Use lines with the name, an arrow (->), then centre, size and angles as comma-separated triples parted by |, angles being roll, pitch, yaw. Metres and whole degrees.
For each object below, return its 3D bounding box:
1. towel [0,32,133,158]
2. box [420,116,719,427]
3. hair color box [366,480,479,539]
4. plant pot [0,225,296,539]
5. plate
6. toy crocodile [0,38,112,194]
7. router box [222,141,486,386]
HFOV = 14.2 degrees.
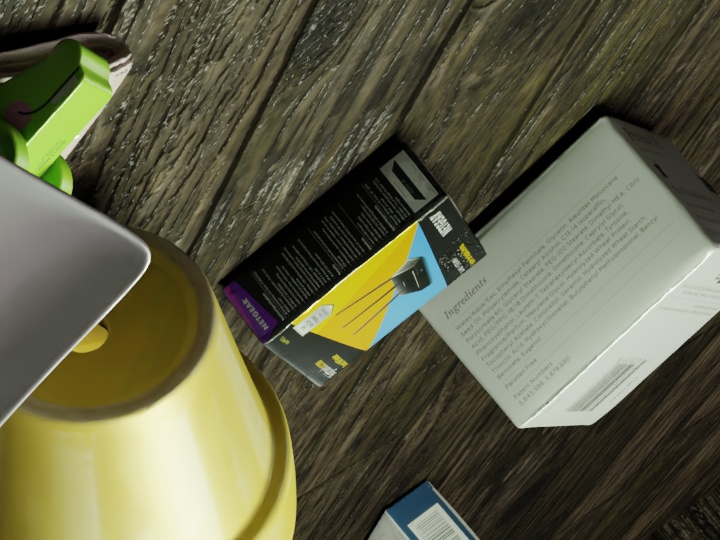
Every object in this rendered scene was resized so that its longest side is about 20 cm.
towel -> -0.211, -0.026, 1.296 | 0.200, 0.032, 0.191 | -48, 162, 27
box -> 0.174, 0.005, 2.140 | 0.200, 0.131, 0.199 | -44, 165, 13
hair color box -> 0.051, 0.294, 2.804 | 0.060, 0.100, 0.200 | -33, 165, -29
plant pot -> -0.136, 0.081, 1.529 | 0.200, 0.201, 0.189 | -34, 149, -22
plate -> -0.218, 0.003, 1.156 | 0.200, 0.199, 0.032 | -46, -152, 24
toy crocodile -> -0.182, -0.022, 1.228 | 0.200, 0.062, 0.067 | -49, 163, 9
router box -> 0.000, 0.000, 1.868 | 0.149, 0.051, 0.200 | -39, 166, 2
